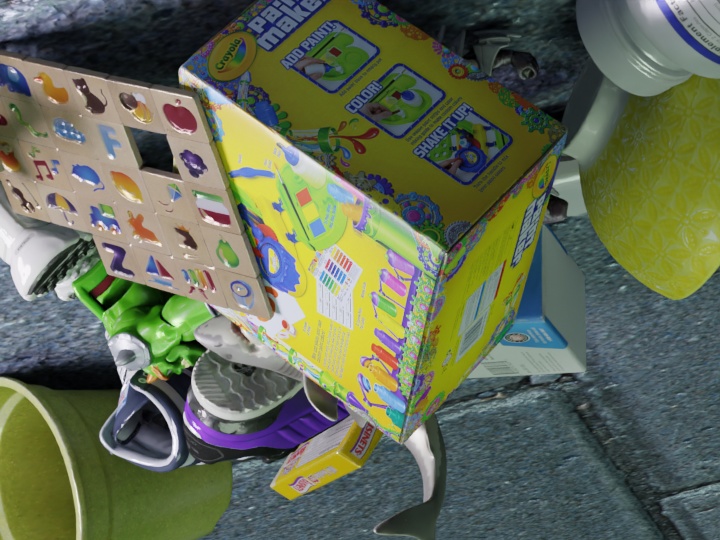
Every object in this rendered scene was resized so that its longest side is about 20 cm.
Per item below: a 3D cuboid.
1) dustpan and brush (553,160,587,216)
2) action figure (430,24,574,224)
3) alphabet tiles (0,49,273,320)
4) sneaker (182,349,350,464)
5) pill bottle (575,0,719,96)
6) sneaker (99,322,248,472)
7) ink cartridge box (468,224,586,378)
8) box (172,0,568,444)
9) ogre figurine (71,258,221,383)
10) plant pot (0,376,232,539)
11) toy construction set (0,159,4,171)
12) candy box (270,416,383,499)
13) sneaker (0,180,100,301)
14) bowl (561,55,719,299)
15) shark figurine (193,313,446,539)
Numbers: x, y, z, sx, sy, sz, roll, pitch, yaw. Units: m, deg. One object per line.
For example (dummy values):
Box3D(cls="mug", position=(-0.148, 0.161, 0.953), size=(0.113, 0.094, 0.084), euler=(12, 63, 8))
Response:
Box3D(cls="dustpan and brush", position=(0.121, -0.080, 1.687), size=(0.200, 0.057, 0.140), euler=(-2, 166, -40))
Box3D(cls="action figure", position=(0.086, -0.086, 1.544), size=(0.069, 0.130, 0.200), euler=(14, 177, 29))
Box3D(cls="alphabet tiles", position=(-0.151, -0.055, 1.438), size=(0.200, 0.008, 0.167), euler=(15, 138, 35))
Box3D(cls="sneaker", position=(-0.037, 0.078, 1.603), size=(0.200, 0.070, 0.100), euler=(-15, 144, -32))
Box3D(cls="pill bottle", position=(0.220, -0.178, 1.377), size=(0.112, 0.112, 0.200), euler=(6, 153, -39))
Box3D(cls="sneaker", position=(-0.155, 0.062, 1.687), size=(0.108, 0.200, 0.070), euler=(-15, 143, -45))
Box3D(cls="ink cartridge box", position=(0.059, 0.027, 1.823), size=(0.200, 0.084, 0.145), euler=(-5, 161, 17))
Box3D(cls="box", position=(-0.003, -0.039, 1.417), size=(0.122, 0.193, 0.200), euler=(-45, 161, -31))
Box3D(cls="ogre figurine", position=(-0.121, 0.008, 1.607), size=(0.120, 0.200, 0.098), euler=(-34, 128, -1))
Box3D(cls="plant pot", position=(-0.215, 0.175, 2.005), size=(0.184, 0.201, 0.200), euler=(-9, 163, -40))
Box3D(cls="toy construction set", position=(-0.307, -0.058, 1.446), size=(0.200, 0.092, 0.131), euler=(-2, -174, 0))
Box3D(cls="candy box", position=(-0.009, 0.112, 1.773), size=(0.026, 0.102, 0.200), euler=(33, 162, -7))
Box3D(cls="sneaker", position=(-0.207, -0.029, 1.620), size=(0.075, 0.081, 0.200), euler=(-47, 174, 2))
Box3D(cls="bowl", position=(0.190, -0.093, 1.529), size=(0.108, 0.200, 0.200), euler=(22, 152, -7))
Box3D(cls="shark figurine", position=(0.007, 0.094, 1.499), size=(0.128, 0.215, 0.090), euler=(-31, 155, -24))
